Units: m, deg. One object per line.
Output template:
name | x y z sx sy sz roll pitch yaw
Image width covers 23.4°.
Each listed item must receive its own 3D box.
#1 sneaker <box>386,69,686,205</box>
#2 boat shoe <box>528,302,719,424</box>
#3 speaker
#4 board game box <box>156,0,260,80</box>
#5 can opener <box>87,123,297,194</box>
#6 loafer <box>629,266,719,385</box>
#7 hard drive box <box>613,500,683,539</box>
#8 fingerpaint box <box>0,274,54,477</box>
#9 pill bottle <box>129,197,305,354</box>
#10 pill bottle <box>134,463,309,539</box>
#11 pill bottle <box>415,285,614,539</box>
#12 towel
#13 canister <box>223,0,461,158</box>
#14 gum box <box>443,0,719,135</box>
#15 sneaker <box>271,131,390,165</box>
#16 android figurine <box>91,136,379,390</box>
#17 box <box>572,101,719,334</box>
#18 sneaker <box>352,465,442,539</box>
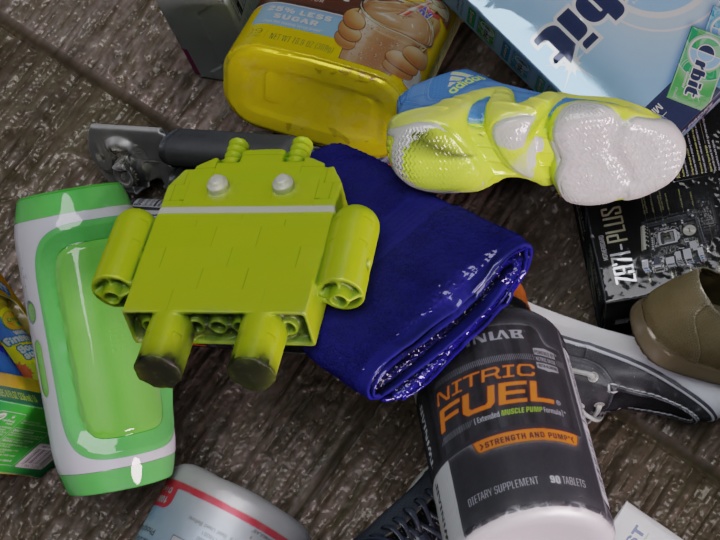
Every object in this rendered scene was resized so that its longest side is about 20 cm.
sneaker | 0.113 -0.101 1.159 0.198 0.076 0.105 3 34 -9
boat shoe | 0.157 0.076 1.224 0.199 0.072 0.068 21 73 15
speaker | -0.179 0.046 1.174 0.088 0.088 0.201 -10 91 3
board game box | -0.091 -0.264 1.325 0.064 0.148 0.201 10 72 12
can opener | -0.116 -0.087 1.282 0.199 0.054 0.067 6 35 32
loafer | 0.279 0.047 1.182 0.199 0.068 0.076 10 52 -26
hard drive box | 0.213 0.277 1.148 0.199 0.077 0.156 33 77 16
fingerpaint box | -0.286 0.053 1.205 0.073 0.200 0.167 -41 71 7
pill bottle | -0.127 0.002 1.261 0.198 0.106 0.107 3 72 8
pill bottle | -0.124 0.242 1.178 0.108 0.109 0.201 25 75 13
pill bottle | 0.091 0.098 1.126 0.105 0.107 0.201 -12 52 2
towel | 0.000 0.000 1.137 0.147 0.050 0.200 -39 46 -20
canister | -0.002 -0.182 1.276 0.148 0.087 0.201 15 46 10
gum box | 0.180 -0.189 1.220 0.170 0.045 0.200 -43 80 -9
sneaker | 0.033 -0.082 1.294 0.198 0.079 0.076 -1 39 -4
android figurine | -0.076 -0.012 1.108 0.181 0.041 0.201 1 49 17
box | 0.234 -0.069 1.256 0.163 0.086 0.201 -11 71 2
sneaker | 0.039 0.185 1.156 0.202 0.146 0.077 -40 86 -7
